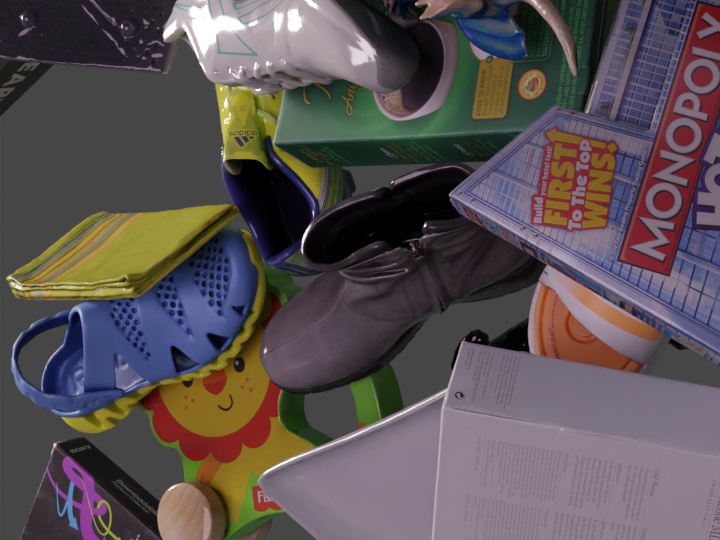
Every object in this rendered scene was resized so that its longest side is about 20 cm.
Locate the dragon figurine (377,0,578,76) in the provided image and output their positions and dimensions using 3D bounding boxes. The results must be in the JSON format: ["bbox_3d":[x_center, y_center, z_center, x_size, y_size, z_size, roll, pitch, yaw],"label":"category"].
[{"bbox_3d":[0.061,-0.143,0.855,0.200,0.099,0.059,27,98,40],"label":"dragon figurine"}]

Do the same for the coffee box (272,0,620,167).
[{"bbox_3d":[0.050,-0.122,0.945,0.199,0.044,0.124,-1,72,35],"label":"coffee box"}]

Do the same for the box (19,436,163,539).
[{"bbox_3d":[-0.157,0.228,1.172,0.200,0.036,0.143,36,115,25],"label":"box"}]

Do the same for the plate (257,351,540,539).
[{"bbox_3d":[0.078,0.132,0.940,0.199,0.032,0.200,-29,118,34],"label":"plate"}]

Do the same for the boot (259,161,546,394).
[{"bbox_3d":[0.000,0.000,0.945,0.200,0.131,0.070,-32,66,21],"label":"boot"}]

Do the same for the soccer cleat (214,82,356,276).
[{"bbox_3d":[-0.059,-0.093,1.024,0.065,0.084,0.201,-25,82,35],"label":"soccer cleat"}]

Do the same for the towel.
[{"bbox_3d":[-0.152,-0.014,1.064,0.018,0.086,0.200,55,154,-19],"label":"towel"}]

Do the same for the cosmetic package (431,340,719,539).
[{"bbox_3d":[0.114,0.134,0.873,0.150,0.052,0.201,12,134,10],"label":"cosmetic package"}]

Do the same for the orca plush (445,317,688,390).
[{"bbox_3d":[0.094,0.074,0.948,0.200,0.071,0.106,-27,81,35],"label":"orca plush"}]

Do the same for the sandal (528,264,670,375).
[{"bbox_3d":[0.144,-0.028,0.877,0.079,0.059,0.207,33,98,25],"label":"sandal"}]

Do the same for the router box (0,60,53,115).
[{"bbox_3d":[-0.254,-0.210,1.164,0.200,0.052,0.158,-37,77,33],"label":"router box"}]

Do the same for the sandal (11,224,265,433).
[{"bbox_3d":[-0.141,0.038,1.054,0.200,0.087,0.080,-38,59,26],"label":"sandal"}]

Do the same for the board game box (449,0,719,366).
[{"bbox_3d":[0.153,-0.052,0.816,0.199,0.062,0.201,16,85,10],"label":"board game box"}]

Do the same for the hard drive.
[{"bbox_3d":[-0.158,-0.221,1.057,0.134,0.042,0.201,6,85,11],"label":"hard drive"}]

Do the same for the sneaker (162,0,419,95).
[{"bbox_3d":[-0.040,-0.127,0.945,0.200,0.070,0.081,36,100,47],"label":"sneaker"}]

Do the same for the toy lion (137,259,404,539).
[{"bbox_3d":[-0.062,0.078,1.072,0.199,0.069,0.193,-9,84,36],"label":"toy lion"}]
